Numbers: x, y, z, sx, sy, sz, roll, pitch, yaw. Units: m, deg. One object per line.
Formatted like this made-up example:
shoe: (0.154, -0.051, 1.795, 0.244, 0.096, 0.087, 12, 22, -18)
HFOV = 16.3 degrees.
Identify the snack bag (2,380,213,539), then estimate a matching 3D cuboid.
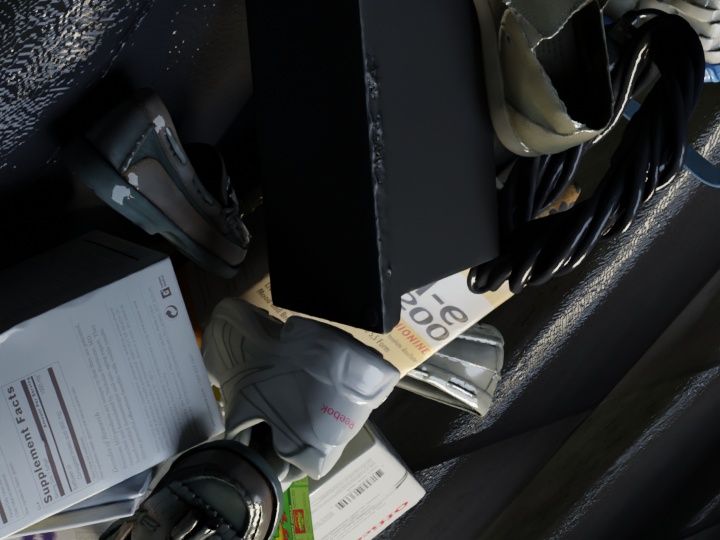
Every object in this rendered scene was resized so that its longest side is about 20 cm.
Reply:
snack bag: (-0.190, 0.114, 1.480, 0.187, 0.022, 0.200, -13, -164, 14)

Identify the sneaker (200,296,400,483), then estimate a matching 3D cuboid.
sneaker: (-0.057, 0.075, 1.435, 0.100, 0.078, 0.200, -61, -161, -10)

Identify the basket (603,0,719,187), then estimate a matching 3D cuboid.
basket: (0.192, -0.169, 1.549, 0.139, 0.176, 0.201, -28, 147, -40)

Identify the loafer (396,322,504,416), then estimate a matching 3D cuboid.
loafer: (0.007, 0.060, 1.756, 0.199, 0.070, 0.070, 9, 172, -18)

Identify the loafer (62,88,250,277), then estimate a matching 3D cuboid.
loafer: (-0.099, -0.048, 1.432, 0.063, 0.072, 0.200, -49, 158, 3)

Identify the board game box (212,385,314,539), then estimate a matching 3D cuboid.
board game box: (-0.079, 0.114, 1.652, 0.047, 0.201, 0.101, -10, 172, 24)

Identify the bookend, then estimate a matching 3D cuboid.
bookend: (0.042, -0.094, 1.415, 0.199, 0.092, 0.200, -22, 115, -41)

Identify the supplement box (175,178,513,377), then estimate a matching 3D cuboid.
supplement box: (0.000, 0.000, 1.557, 0.200, 0.074, 0.126, -38, 123, 13)

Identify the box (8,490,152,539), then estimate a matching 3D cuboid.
box: (-0.167, 0.199, 1.561, 0.199, 0.036, 0.145, 2, 126, 0)

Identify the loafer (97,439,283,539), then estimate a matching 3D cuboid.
loafer: (-0.108, 0.160, 1.426, 0.063, 0.072, 0.200, -46, -177, -37)

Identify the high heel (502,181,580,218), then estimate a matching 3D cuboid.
high heel: (0.074, -0.027, 1.792, 0.199, 0.072, 0.143, -28, 166, -5)

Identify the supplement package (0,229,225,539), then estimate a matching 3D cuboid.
supplement package: (-0.196, 0.071, 1.384, 0.199, 0.110, 0.114, -25, -161, -22)

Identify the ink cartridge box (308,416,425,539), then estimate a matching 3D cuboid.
ink cartridge box: (-0.045, 0.163, 1.891, 0.146, 0.084, 0.200, -37, 160, -1)

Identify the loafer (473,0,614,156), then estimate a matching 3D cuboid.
loafer: (0.098, -0.156, 1.340, 0.076, 0.068, 0.201, -32, 118, -37)

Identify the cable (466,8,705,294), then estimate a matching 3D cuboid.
cable: (0.131, -0.058, 1.433, 0.200, 0.051, 0.163, -52, -158, 12)

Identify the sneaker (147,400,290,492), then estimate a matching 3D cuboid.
sneaker: (-0.136, 0.132, 1.590, 0.199, 0.074, 0.082, -1, 147, 4)
